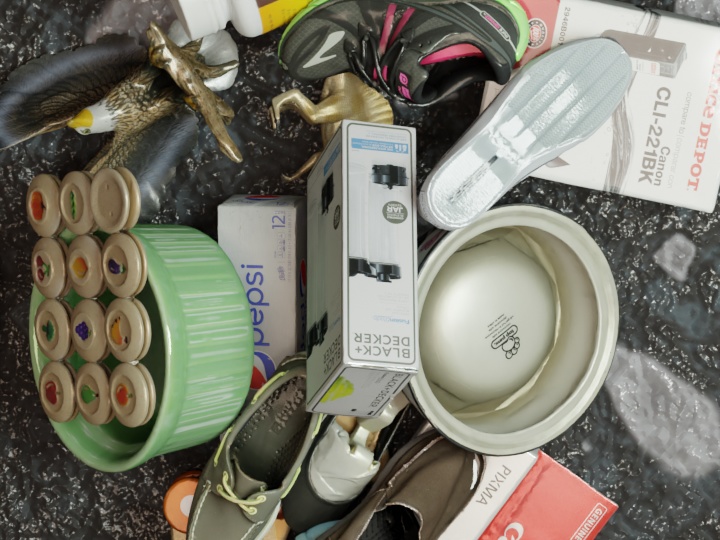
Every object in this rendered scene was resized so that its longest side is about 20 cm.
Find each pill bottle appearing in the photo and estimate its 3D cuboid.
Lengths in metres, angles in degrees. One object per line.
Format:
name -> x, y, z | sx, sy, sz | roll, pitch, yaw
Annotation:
pill bottle -> -0.056, -0.252, 1.653 | 0.199, 0.109, 0.110 | -24, 97, -6

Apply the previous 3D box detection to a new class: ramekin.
ramekin -> -0.173, 0.055, 1.707 | 0.199, 0.097, 0.202 | 8, 101, 48

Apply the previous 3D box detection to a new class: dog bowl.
dog bowl -> 0.104, 0.042, 1.692 | 0.199, 0.074, 0.202 | -4, 100, -27

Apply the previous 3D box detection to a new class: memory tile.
memory tile -> -0.214, 0.022, 1.660 | 0.153, 0.017, 0.202 | 0, 95, 49

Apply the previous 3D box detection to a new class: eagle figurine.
eagle figurine -> -0.199, -0.123, 1.724 | 0.199, 0.150, 0.153 | -32, 51, 40

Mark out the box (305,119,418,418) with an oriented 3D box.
box -> 0.000, 0.000, 1.631 | 0.060, 0.117, 0.202 | 6, 68, -15

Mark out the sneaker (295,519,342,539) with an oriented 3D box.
sneaker -> -0.014, 0.301, 1.746 | 0.081, 0.074, 0.202 | -7, 96, 6

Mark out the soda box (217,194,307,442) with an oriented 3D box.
soda box -> -0.080, 0.040, 1.754 | 0.068, 0.063, 0.202 | 1, 101, 8

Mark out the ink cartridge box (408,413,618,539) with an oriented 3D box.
ink cartridge box -> 0.089, 0.226, 1.779 | 0.176, 0.045, 0.201 | 36, 102, 0

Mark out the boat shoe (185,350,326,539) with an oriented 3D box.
boat shoe -> -0.085, 0.156, 1.696 | 0.072, 0.060, 0.203 | 32, 100, 5

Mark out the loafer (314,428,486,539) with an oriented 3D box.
loafer -> 0.038, 0.198, 1.679 | 0.200, 0.071, 0.073 | -44, 106, -28

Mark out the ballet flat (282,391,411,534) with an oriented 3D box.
ballet flat -> -0.002, 0.127, 1.731 | 0.068, 0.068, 0.201 | 30, 85, -16

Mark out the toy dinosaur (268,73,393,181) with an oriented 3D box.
toy dinosaur -> -0.023, -0.131, 1.731 | 0.100, 0.058, 0.202 | -9, 107, -7

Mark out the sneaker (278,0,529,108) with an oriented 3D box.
sneaker -> 0.028, -0.168, 1.617 | 0.198, 0.077, 0.084 | -4, 55, 18

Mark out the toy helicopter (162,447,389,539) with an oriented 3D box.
toy helicopter -> -0.062, 0.201, 1.779 | 0.199, 0.079, 0.133 | -27, 90, -2

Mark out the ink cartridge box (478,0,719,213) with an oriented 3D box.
ink cartridge box -> 0.199, -0.138, 1.680 | 0.198, 0.084, 0.146 | 12, 101, 4

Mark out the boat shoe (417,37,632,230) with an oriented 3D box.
boat shoe -> 0.117, -0.108, 1.619 | 0.199, 0.067, 0.074 | -37, 100, -11
